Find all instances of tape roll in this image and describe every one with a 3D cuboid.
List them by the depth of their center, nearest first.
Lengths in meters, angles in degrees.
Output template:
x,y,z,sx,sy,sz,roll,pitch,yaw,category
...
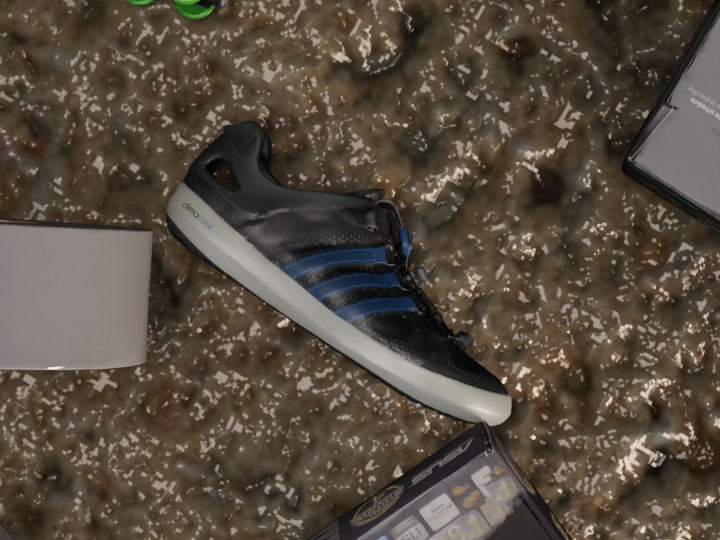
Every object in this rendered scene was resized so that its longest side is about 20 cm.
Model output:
x,y,z,sx,sy,sz,roll,pitch,yaw,category
-0.199,0.007,1.146,0.199,0.200,0.067,4,92,7,tape roll

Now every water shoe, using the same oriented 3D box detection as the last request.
x,y,z,sx,sy,sz,roll,pitch,yaw,category
0.000,0.000,1.188,0.200,0.072,0.079,34,90,3,water shoe

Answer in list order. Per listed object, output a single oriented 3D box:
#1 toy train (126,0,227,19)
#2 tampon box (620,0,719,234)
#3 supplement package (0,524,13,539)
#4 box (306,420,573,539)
x,y,z,sx,sy,sz,roll,pitch,yaw,category
-0.157,-0.176,1.220,0.199,0.042,0.057,15,83,7,toy train
0.211,-0.062,1.095,0.150,0.200,0.127,32,94,4,tampon box
-0.233,0.171,1.193,0.120,0.121,0.200,-41,86,5,supplement package
0.026,0.193,1.179,0.200,0.049,0.161,-34,103,7,box
